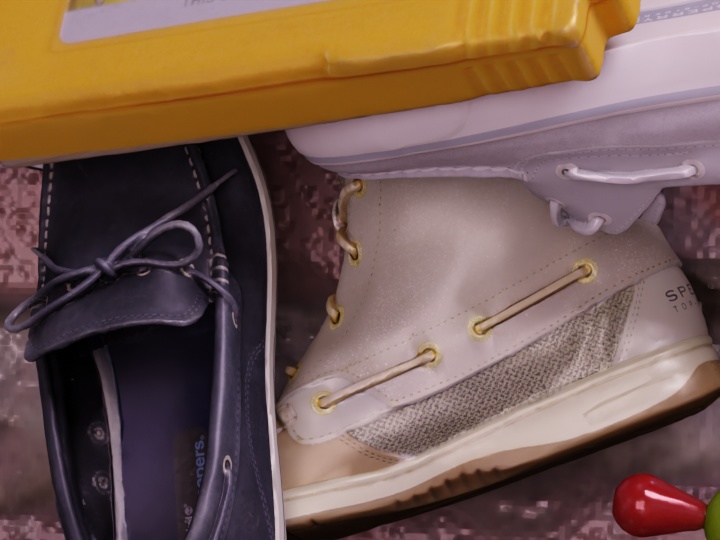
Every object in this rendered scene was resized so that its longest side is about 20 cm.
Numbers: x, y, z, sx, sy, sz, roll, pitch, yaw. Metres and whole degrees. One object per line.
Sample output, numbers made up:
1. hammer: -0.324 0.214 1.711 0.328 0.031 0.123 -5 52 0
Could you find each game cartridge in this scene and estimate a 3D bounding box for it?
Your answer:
1. game cartridge: -0.009 -0.119 0.777 0.199 0.032 0.177 -8 52 24

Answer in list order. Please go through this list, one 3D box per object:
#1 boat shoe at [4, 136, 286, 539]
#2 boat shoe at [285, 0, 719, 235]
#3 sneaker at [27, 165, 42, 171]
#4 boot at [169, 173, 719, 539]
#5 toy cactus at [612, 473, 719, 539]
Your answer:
1. boat shoe: -0.065 0.013 0.779 0.074 0.062 0.202 -15 72 21
2. boat shoe: 0.077 -0.044 0.761 0.198 0.072 0.069 -11 115 10
3. sneaker: -0.127 -0.071 0.841 0.199 0.115 0.076 -13 82 12
4. boot: 0.000 0.000 0.827 0.199 0.072 0.156 -19 81 6
5. toy cactus: 0.146 0.158 0.775 0.164 0.102 0.202 -3 76 3
